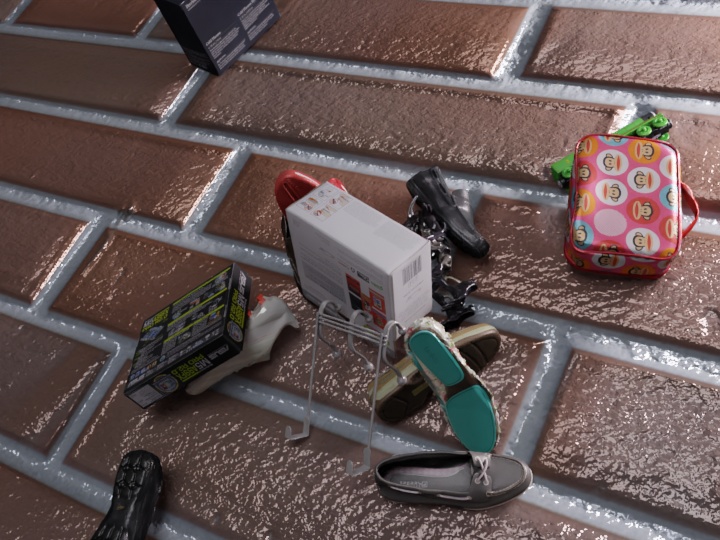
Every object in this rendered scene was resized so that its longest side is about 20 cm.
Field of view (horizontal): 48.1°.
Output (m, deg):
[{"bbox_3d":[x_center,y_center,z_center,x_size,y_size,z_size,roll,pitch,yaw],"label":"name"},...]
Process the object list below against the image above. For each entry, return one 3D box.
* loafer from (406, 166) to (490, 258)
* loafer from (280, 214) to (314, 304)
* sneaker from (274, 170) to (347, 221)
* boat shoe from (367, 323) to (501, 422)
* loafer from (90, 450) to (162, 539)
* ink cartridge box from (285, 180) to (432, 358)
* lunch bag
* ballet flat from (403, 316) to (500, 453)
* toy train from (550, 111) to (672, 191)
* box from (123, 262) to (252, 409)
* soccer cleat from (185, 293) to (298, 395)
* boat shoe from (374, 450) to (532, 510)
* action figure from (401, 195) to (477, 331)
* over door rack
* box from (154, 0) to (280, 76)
[{"bbox_3d":[0.143,-0.096,1.242,0.070,0.068,0.201,-37,48,1],"label":"loafer"},{"bbox_3d":[-0.089,-0.030,1.276,0.073,0.072,0.201,-28,51,-1],"label":"loafer"},{"bbox_3d":[-0.072,-0.111,1.258,0.078,0.200,0.116,-35,44,12],"label":"sneaker"},{"bbox_3d":[0.095,0.124,1.109,0.199,0.072,0.076,-29,36,-4],"label":"boat shoe"},{"bbox_3d":[-0.312,0.345,1.083,0.067,0.071,0.202,3,61,20],"label":"loafer"},{"bbox_3d":[0.000,0.000,1.127,0.199,0.177,0.084,33,57,32],"label":"ink cartridge box"},{"bbox_3d":[0.381,-0.092,1.130,0.174,0.082,0.202,7,66,12],"label":"lunch bag"},{"bbox_3d":[0.123,0.141,1.035,0.075,0.201,0.064,-25,13,16],"label":"ballet flat"},{"bbox_3d":[0.384,-0.186,1.240,0.199,0.042,0.057,-29,41,-2],"label":"toy train"},{"bbox_3d":[-0.255,0.096,1.202,0.199,0.044,0.161,-31,33,21],"label":"box"},{"bbox_3d":[-0.179,0.123,1.207,0.200,0.078,0.069,-45,16,3],"label":"soccer cleat"},{"bbox_3d":[0.113,0.259,1.008,0.198,0.057,0.067,-7,54,15],"label":"boat shoe"},{"bbox_3d":[0.091,-0.016,1.174,0.101,0.119,0.201,-17,57,-14],"label":"action figure"},{"bbox_3d":[-0.015,0.153,1.081,0.147,0.066,0.202,14,90,48],"label":"over door rack"},{"bbox_3d":[-0.289,-0.540,1.640,0.104,0.183,0.200,29,69,33],"label":"box"}]
